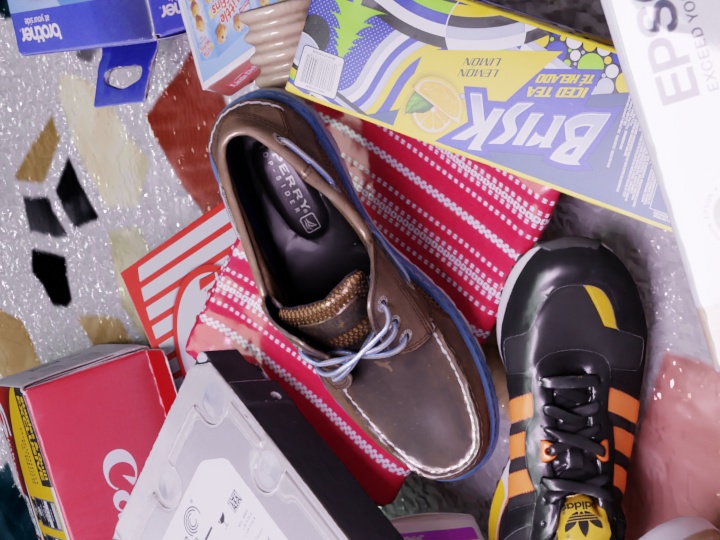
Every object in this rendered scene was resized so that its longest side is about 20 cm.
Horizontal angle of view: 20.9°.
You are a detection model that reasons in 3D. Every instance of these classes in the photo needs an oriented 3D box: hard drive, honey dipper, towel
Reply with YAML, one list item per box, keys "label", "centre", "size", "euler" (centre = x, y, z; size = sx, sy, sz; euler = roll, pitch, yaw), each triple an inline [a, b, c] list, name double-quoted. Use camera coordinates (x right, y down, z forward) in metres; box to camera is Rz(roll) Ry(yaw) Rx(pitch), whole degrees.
- label: "hard drive"
  centre: [-0.042, 0.152, 0.932]
  size: [0.200, 0.038, 0.140]
  euler: [49, 124, 36]
- label: "honey dipper"
  centre: [-0.016, -0.026, 0.910]
  size: [0.038, 0.038, 0.202]
  euler: [-3, 103, 49]
- label: "towel"
  centre: [0.000, 0.000, 0.938]
  size: [0.144, 0.022, 0.201]
  euler: [39, 120, 21]

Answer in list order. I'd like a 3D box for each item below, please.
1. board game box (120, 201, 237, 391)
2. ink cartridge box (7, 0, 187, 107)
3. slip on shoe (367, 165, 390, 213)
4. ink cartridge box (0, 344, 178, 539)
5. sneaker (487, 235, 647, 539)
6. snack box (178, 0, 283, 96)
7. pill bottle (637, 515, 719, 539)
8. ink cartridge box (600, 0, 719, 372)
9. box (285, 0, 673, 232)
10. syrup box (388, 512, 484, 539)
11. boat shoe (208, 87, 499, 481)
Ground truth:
- label: "board game box"
  centre: [-0.040, 0.032, 1.070]
  size: [0.200, 0.046, 0.152]
  euler: [-31, 82, 50]
- label: "ink cartridge box"
  centre: [-0.138, -0.194, 1.067]
  size: [0.136, 0.076, 0.202]
  euler: [0, 107, 48]
- label: "slip on shoe"
  centre: [-0.022, -0.106, 0.982]
  size: [0.201, 0.061, 0.074]
  euler: [55, 139, 17]
- label: "ink cartridge box"
  centre: [-0.143, 0.150, 1.165]
  size: [0.175, 0.083, 0.201]
  euler: [-9, 99, 71]
- label: "sneaker"
  centre: [0.099, 0.084, 0.891]
  size: [0.090, 0.069, 0.201]
  euler: [-102, 12, -57]
- label: "snack box"
  centre: [-0.012, -0.161, 0.927]
  size: [0.199, 0.024, 0.072]
  euler: [-30, 68, 35]
- label: "pill bottle"
  centre: [0.184, 0.209, 0.842]
  size: [0.200, 0.111, 0.112]
  euler: [41, 132, 30]
- label: "ink cartridge box"
  centre: [0.180, -0.081, 0.705]
  size: [0.164, 0.075, 0.201]
  euler: [-17, 93, 19]
- label: "box"
  centre: [0.073, -0.075, 0.832]
  size: [0.199, 0.070, 0.065]
  euler: [23, 102, 22]
- label: "syrup box"
  centre: [0.044, 0.222, 0.927]
  size: [0.079, 0.081, 0.201]
  euler: [-41, 60, 35]
- label: "boat shoe"
  centre: [-0.009, 0.016, 0.863]
  size: [0.072, 0.072, 0.201]
  euler: [-34, 96, 15]
